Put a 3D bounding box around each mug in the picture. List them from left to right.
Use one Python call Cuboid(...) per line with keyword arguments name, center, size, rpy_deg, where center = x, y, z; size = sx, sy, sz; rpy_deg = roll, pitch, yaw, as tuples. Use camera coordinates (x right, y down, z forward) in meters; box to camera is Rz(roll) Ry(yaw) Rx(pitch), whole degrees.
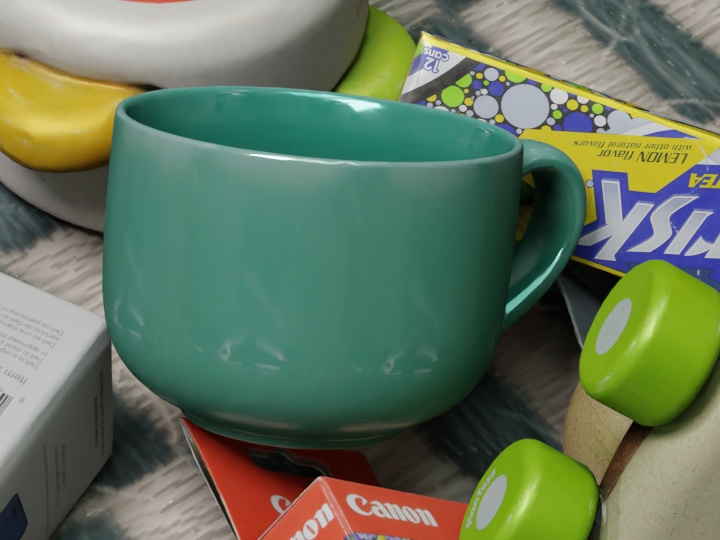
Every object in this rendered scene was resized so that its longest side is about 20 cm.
Cuboid(name="mug", center=(-0.005, 0.002, 1.045), size=(0.185, 0.115, 0.152), rpy_deg=(6, 12, -2))

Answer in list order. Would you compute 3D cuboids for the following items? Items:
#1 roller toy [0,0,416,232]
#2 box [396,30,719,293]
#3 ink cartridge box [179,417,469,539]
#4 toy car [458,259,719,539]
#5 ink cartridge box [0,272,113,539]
Cuboid(name="roller toy", center=(-0.089, -0.120, 1.188), size=(0.200, 0.140, 0.183), rpy_deg=(-20, 54, -20))
Cuboid(name="box", center=(0.109, -0.033, 1.148), size=(0.200, 0.064, 0.070), rpy_deg=(19, 95, 3))
Cuboid(name="ink cartridge box", center=(0.021, 0.121, 1.017), size=(0.109, 0.050, 0.200), rpy_deg=(15, 36, -46))
Cuboid(name="toy car", center=(0.134, 0.058, 1.063), size=(0.164, 0.158, 0.200), rpy_deg=(28, 20, -14))
Cuboid(name="ink cartridge box", center=(-0.203, 0.084, 1.043), size=(0.145, 0.088, 0.200), rpy_deg=(23, 50, 15))
